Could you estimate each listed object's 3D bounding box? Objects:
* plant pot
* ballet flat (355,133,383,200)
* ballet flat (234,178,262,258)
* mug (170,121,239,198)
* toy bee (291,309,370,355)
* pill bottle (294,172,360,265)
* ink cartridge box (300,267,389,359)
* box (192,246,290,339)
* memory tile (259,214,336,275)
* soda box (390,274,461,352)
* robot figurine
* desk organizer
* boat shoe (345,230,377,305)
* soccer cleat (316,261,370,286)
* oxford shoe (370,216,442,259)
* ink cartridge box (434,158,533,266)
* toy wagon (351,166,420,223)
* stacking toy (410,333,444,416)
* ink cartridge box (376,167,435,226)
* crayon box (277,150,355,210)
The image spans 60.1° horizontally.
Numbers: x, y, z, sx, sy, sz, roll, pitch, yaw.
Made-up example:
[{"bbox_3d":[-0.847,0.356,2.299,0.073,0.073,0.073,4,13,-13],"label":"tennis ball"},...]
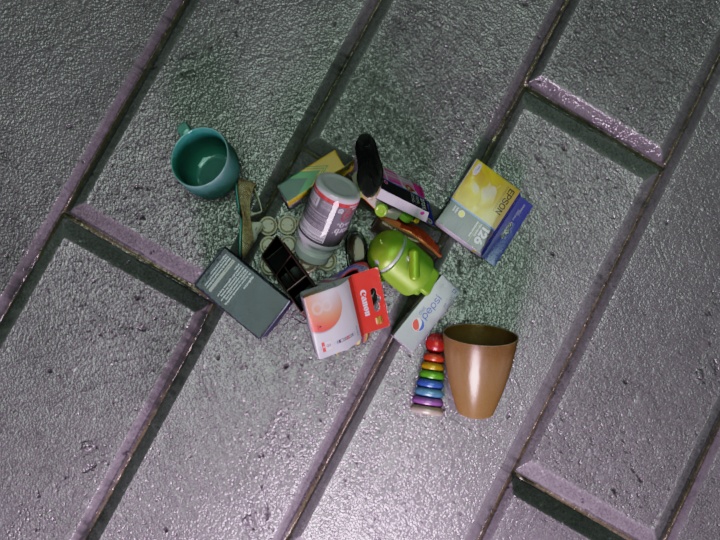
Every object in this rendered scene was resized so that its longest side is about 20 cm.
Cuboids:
[{"bbox_3d":[0.289,0.254,1.534,0.182,0.186,0.204,1,100,-4],"label":"plant pot"},{"bbox_3d":[0.023,-0.245,1.489,0.065,0.057,0.203,-9,55,7],"label":"ballet flat"},{"bbox_3d":[-0.276,-0.132,1.552,0.064,0.070,0.204,-3,82,-12],"label":"ballet flat"},{"bbox_3d":[-0.373,-0.270,1.529,0.149,0.114,0.189,-3,75,10],"label":"mug"},{"bbox_3d":[-0.070,0.165,1.539,0.196,0.110,0.132,-11,133,12],"label":"toy bee"},{"bbox_3d":[-0.085,-0.121,1.492,0.114,0.116,0.202,25,123,-2],"label":"pill bottle"},{"bbox_3d":[-0.029,0.101,1.456,0.197,0.050,0.165,-17,112,-10],"label":"ink cartridge box"},{"bbox_3d":[-0.272,0.057,1.485,0.199,0.197,0.118,40,84,-1],"label":"box"},{"bbox_3d":[-0.160,-0.067,1.589,0.196,0.017,0.157,-4,88,-5],"label":"memory tile"},{"bbox_3d":[0.164,0.108,1.577,0.068,0.063,0.201,39,86,-3],"label":"soda box"},{"bbox_3d":[0.099,-0.019,1.525,0.199,0.175,0.117,38,73,-24],"label":"robot figurine"},{"bbox_3d":[-0.165,0.016,1.510,0.071,0.077,0.201,-37,73,-4],"label":"desk organizer"},{"bbox_3d":[0.000,0.000,1.572,0.070,0.068,0.204,-11,90,-7],"label":"boat shoe"},{"bbox_3d":[-0.059,0.042,1.533,0.198,0.076,0.067,-31,90,22],"label":"soccer cleat"},{"bbox_3d":[0.118,-0.080,1.593,0.198,0.071,0.073,33,113,-4],"label":"oxford shoe"},{"bbox_3d":[0.323,-0.149,1.611,0.198,0.047,0.199,34,85,1],"label":"ink cartridge box"},{"bbox_3d":[0.066,-0.181,1.550,0.200,0.155,0.040,44,125,-2],"label":"toy wagon"},{"bbox_3d":[0.177,0.259,1.568,0.084,0.085,0.204,8,81,-3],"label":"stacking toy"},{"bbox_3d":[0.111,-0.185,1.538,0.198,0.096,0.037,24,129,-31],"label":"ink cartridge box"},{"bbox_3d":[-0.109,-0.231,1.546,0.198,0.127,0.051,-32,89,-6],"label":"crayon box"}]
